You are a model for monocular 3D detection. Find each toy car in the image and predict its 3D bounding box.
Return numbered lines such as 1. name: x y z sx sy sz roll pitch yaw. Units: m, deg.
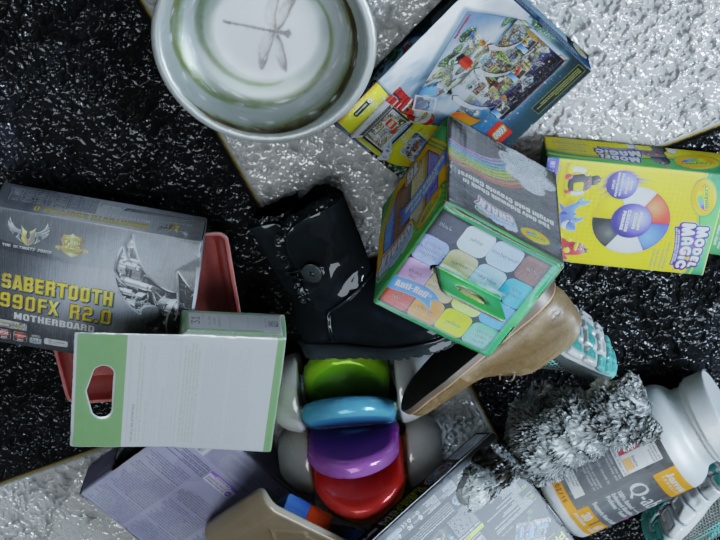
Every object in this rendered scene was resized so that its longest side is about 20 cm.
1. toy car: -0.006 0.174 1.432 0.175 0.150 0.200 -5 123 5

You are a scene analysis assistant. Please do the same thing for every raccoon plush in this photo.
1. raccoon plush: 0.202 0.175 1.341 0.134 0.200 0.097 -16 116 50

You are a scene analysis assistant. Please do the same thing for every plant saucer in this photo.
1. plant saucer: -0.085 -0.212 1.243 0.200 0.050 0.200 1 123 1
2. plant saucer: -0.219 0.043 1.422 0.200 0.037 0.200 -4 123 3

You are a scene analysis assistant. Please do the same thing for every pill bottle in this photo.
1. pill bottle: 0.290 0.189 1.453 0.200 0.116 0.116 -29 118 19

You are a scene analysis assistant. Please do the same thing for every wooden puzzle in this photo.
1. wooden puzzle: -0.051 0.298 1.482 0.200 0.046 0.185 33 147 -10

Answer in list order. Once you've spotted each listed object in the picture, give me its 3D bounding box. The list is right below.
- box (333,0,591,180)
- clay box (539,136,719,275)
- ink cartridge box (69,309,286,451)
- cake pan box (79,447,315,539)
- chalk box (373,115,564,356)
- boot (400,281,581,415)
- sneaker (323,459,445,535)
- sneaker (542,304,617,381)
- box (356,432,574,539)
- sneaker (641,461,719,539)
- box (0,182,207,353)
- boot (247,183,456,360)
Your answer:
1. box: 0.091 -0.166 1.275 0.137 0.038 0.200 37 117 -21
2. clay box: 0.266 -0.060 1.332 0.200 0.048 0.115 6 123 0
3. ink cartridge box: -0.178 0.108 1.357 0.200 0.048 0.146 4 123 -9
4. cake pan box: -0.181 0.241 1.541 0.184 0.052 0.200 -38 114 21
5. chalk box: 0.094 -0.018 1.226 0.124 0.200 0.124 28 124 -13
6. boot: 0.126 0.089 1.341 0.200 0.074 0.075 -39 113 20
7. sneaker: 0.019 0.289 1.525 0.075 0.116 0.200 38 116 -23
8. sneaker: 0.163 0.069 1.412 0.200 0.078 0.091 27 128 -5
9. box: 0.104 0.287 1.413 0.200 0.044 0.160 -40 97 -19
10. sneaker: 0.397 0.234 1.508 0.091 0.078 0.200 21 127 -30
11. box: -0.257 0.009 1.350 0.200 0.048 0.159 10 123 -5
12. boot: 0.000 0.000 1.335 0.200 0.076 0.168 -6 119 29
